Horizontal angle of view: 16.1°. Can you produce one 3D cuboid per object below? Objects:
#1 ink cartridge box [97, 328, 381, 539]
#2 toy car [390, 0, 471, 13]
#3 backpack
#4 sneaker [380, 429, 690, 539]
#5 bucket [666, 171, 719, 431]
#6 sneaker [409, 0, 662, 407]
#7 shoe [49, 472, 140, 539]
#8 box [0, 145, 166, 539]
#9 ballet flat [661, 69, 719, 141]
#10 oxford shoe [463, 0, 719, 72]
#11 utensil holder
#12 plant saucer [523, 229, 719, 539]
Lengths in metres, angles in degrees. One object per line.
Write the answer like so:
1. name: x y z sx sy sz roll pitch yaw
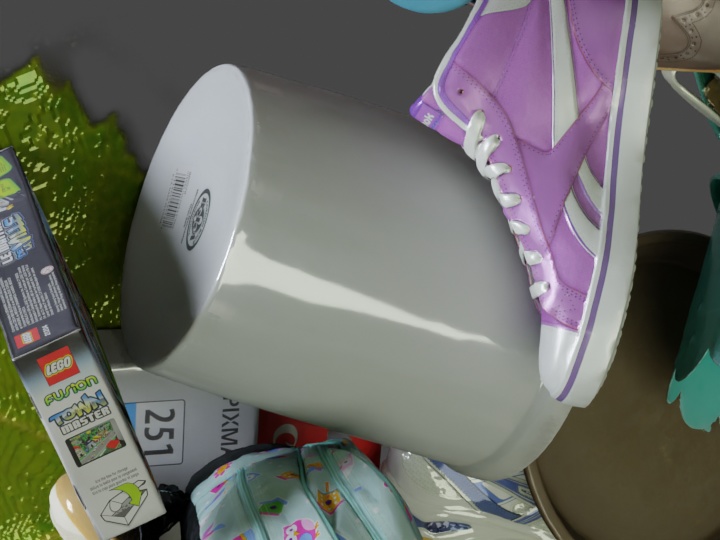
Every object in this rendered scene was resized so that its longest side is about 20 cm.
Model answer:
1. ink cartridge box: -0.067 0.124 1.398 0.175 0.045 0.201 -4 118 -15
2. toy car: -0.039 -0.201 1.190 0.199 0.185 0.177 -24 124 31
3. backpack: -0.026 0.157 1.265 0.126 0.200 0.167 -35 93 -4
4. sneaker: 0.111 0.114 1.430 0.198 0.075 0.089 5 117 -21
5. bucket: 0.266 0.021 1.340 0.206 0.207 0.136 23 70 -27
6. sneaker: 0.076 -0.040 1.208 0.113 0.073 0.202 6 84 -3
7. shoe: -0.113 0.187 1.350 0.053 0.070 0.200 -33 121 1
8. box: -0.148 0.031 1.230 0.035 0.200 0.111 -24 122 -4
9. ballet flat: 0.179 -0.135 1.322 0.070 0.067 0.201 -45 125 -17
10. oxford shoe: 0.109 -0.135 1.258 0.198 0.073 0.072 16 112 3
11. utensil holder: 0.000 0.000 1.282 0.199 0.170 0.171 17 111 -24
12. plant saucer: 0.166 0.078 1.415 0.199 0.029 0.202 0 91 -28
